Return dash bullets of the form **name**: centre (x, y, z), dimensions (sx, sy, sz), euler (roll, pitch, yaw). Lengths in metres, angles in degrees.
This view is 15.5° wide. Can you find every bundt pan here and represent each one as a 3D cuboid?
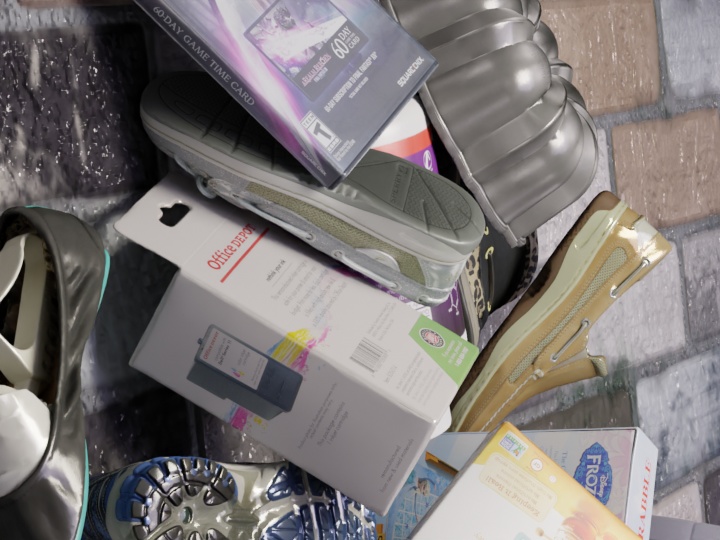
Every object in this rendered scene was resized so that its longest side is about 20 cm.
- **bundt pan**: centre (0.084, -0.119, 1.605), dimensions (0.203, 0.075, 0.202), euler (61, 10, -19)

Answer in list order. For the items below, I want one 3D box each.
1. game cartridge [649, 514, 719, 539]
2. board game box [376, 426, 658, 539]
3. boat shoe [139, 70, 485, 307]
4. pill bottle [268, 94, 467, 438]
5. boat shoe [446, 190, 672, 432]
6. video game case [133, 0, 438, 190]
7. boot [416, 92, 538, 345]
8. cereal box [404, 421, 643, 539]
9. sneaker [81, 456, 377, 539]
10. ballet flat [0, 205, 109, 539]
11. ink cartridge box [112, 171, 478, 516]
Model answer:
- **game cartridge**: centre (0.175, 0.186, 1.648), dimensions (0.133, 0.199, 0.041), euler (36, 62, -53)
- **board game box**: centre (0.070, 0.195, 1.571), dimensions (0.041, 0.198, 0.202), euler (42, 51, -54)
- **boat shoe**: centre (-0.032, -0.044, 1.451), dimensions (0.075, 0.201, 0.065), euler (-72, -173, -53)
- **pill bottle**: centre (0.000, 0.000, 1.552), dimensions (0.112, 0.112, 0.202), euler (-33, 116, -59)
- **boat shoe**: centre (0.129, 0.048, 1.733), dimensions (0.201, 0.076, 0.072), euler (-54, 177, 10)
- **video game case**: centre (-0.057, -0.148, 1.445), dimensions (0.200, 0.019, 0.143), euler (45, 38, -5)
- **boot**: centre (0.058, -0.050, 1.722), dimensions (0.154, 0.073, 0.205), euler (-36, 119, -63)
- **cereal box**: centre (0.072, 0.204, 1.460), dimensions (0.144, 0.040, 0.200), euler (40, 66, -1)
- **sneaker**: centre (-0.072, 0.132, 1.409), dimensions (0.199, 0.085, 0.078), euler (18, 74, -45)
- **ballet flat**: centre (-0.168, 0.056, 1.282), dimensions (0.068, 0.068, 0.201), euler (37, 44, -44)
- **ink cartridge box**: centre (-0.046, 0.036, 1.421), dimensions (0.068, 0.199, 0.117), euler (-60, 177, 23)
